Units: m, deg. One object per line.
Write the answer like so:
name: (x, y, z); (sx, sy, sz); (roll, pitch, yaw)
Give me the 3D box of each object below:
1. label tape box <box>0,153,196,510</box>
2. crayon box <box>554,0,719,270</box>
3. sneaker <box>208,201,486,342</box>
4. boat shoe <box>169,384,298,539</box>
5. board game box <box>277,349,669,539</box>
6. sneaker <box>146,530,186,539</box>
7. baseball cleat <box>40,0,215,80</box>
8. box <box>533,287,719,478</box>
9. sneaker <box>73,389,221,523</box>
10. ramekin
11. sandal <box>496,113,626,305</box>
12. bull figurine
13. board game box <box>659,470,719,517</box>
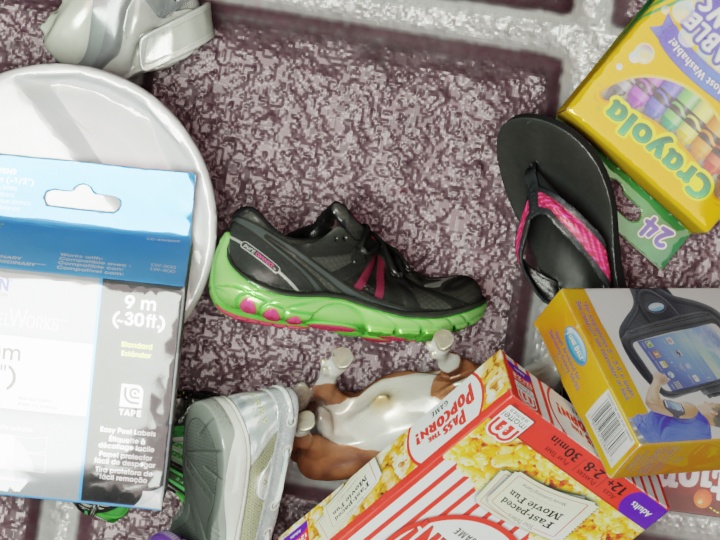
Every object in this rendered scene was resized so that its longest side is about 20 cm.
label tape box: (-0.178, 0.035, 1.177); (0.142, 0.066, 0.202); (6, 95, -3)
crayon box: (0.221, -0.116, 1.298); (0.125, 0.052, 0.200); (40, 89, -3)
sneaker: (0.000, 0.000, 1.248); (0.198, 0.076, 0.085); (10, 82, -32)
boat shoe: (-0.077, 0.157, 1.240); (0.064, 0.074, 0.203); (-15, 132, -26)
board game box: (0.070, 0.159, 1.229); (0.151, 0.046, 0.200); (35, 115, -29)
sneaker: (-0.184, 0.218, 1.239); (0.200, 0.080, 0.084); (-38, 82, 27)
baseball cleat: (-0.123, -0.208, 1.278); (0.106, 0.070, 0.201); (33, 99, -9)
box: (0.217, 0.067, 1.241); (0.198, 0.042, 0.120); (-2, 52, -33)
sneaker: (-0.186, 0.123, 1.266); (0.198, 0.078, 0.086); (0, 91, -4)
ramekin: (-0.190, -0.030, 1.252); (0.200, 0.094, 0.205); (0, 93, -2)
sandal: (0.136, -0.006, 1.282); (0.075, 0.045, 0.202); (-15, 95, 39)
bull figurine: (0.043, 0.088, 1.264); (0.198, 0.122, 0.066); (-17, 60, 3)
board game box: (0.273, 0.118, 1.319); (0.198, 0.019, 0.104); (7, 91, -3)
